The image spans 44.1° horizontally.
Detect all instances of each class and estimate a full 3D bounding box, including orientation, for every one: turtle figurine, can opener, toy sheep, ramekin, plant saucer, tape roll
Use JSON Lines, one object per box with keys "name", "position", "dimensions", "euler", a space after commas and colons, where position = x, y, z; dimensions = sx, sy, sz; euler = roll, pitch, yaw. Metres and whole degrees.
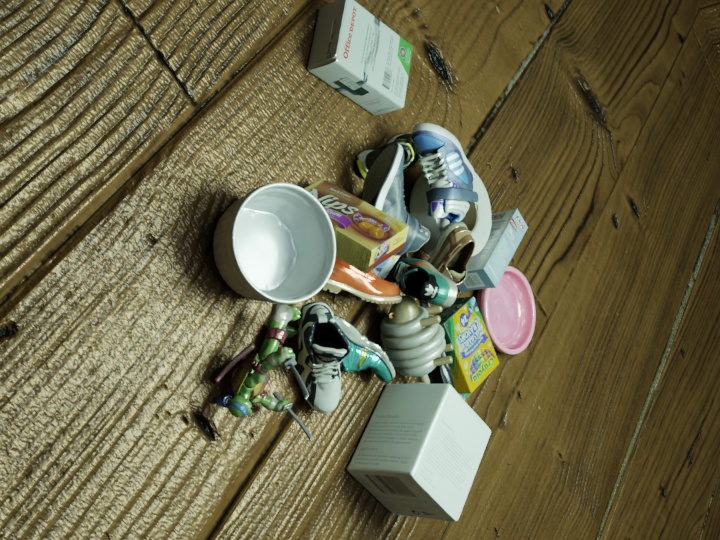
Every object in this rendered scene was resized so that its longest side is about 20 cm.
{"name": "turtle figurine", "position": [-0.124, 0.166, 1.456], "dimensions": [0.144, 0.200, 0.194], "euler": [58, 38, -44]}
{"name": "can opener", "position": [0.151, 0.163, 1.821], "dimensions": [0.063, 0.079, 0.200], "euler": [-14, 85, -39]}
{"name": "toy sheep", "position": [0.106, 0.139, 1.725], "dimensions": [0.138, 0.138, 0.200], "euler": [-35, 115, -44]}
{"name": "ramekin", "position": [-0.150, -0.040, 1.480], "dimensions": [0.200, 0.105, 0.201], "euler": [6, 81, -37]}
{"name": "plant saucer", "position": [0.325, 0.091, 2.022], "dimensions": [0.200, 0.051, 0.201], "euler": [8, 78, -45]}
{"name": "tape roll", "position": [0.195, -0.124, 1.901], "dimensions": [0.202, 0.071, 0.203], "euler": [9, 77, -46]}

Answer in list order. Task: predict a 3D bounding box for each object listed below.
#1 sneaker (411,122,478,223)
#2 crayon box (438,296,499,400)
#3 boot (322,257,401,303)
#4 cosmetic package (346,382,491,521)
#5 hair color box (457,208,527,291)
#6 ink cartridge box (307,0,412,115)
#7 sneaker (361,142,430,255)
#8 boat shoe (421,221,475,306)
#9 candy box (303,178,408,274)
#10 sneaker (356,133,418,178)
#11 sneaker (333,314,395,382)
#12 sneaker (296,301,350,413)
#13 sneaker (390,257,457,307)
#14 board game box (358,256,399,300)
{"name": "sneaker", "position": [0.157, -0.180, 1.759], "dimensions": [0.200, 0.080, 0.147], "euler": [43, 52, -41]}
{"name": "crayon box", "position": [0.228, 0.173, 1.906], "dimensions": [0.126, 0.052, 0.200], "euler": [-37, 111, -43]}
{"name": "boot", "position": [0.000, 0.000, 1.629], "dimensions": [0.200, 0.075, 0.107], "euler": [18, 89, -28]}
{"name": "cosmetic package", "position": [0.113, 0.339, 1.678], "dimensions": [0.165, 0.165, 0.200], "euler": [50, 53, -30]}
{"name": "hair color box", "position": [0.283, -0.046, 1.961], "dimensions": [0.061, 0.099, 0.200], "euler": [54, 50, -26]}
{"name": "ink cartridge box", "position": [0.002, -0.414, 1.728], "dimensions": [0.200, 0.083, 0.147], "euler": [27, 66, -42]}
{"name": "sneaker", "position": [0.075, -0.128, 1.697], "dimensions": [0.146, 0.077, 0.203], "euler": [21, 86, -32]}
{"name": "boat shoe", "position": [0.176, 0.000, 1.801], "dimensions": [0.076, 0.072, 0.200], "euler": [-5, 127, -33]}
{"name": "candy box", "position": [-0.030, -0.082, 1.571], "dimensions": [0.117, 0.200, 0.057], "euler": [-33, 147, -44]}
{"name": "sneaker", "position": [0.082, -0.229, 1.785], "dimensions": [0.200, 0.085, 0.075], "euler": [-32, 108, -44]}
{"name": "sneaker", "position": [-0.017, 0.156, 1.649], "dimensions": [0.200, 0.077, 0.080], "euler": [38, 75, -30]}
{"name": "sneaker", "position": [-0.063, 0.158, 1.522], "dimensions": [0.079, 0.130, 0.200], "euler": [1, 95, -11]}
{"name": "sneaker", "position": [0.102, 0.012, 1.703], "dimensions": [0.080, 0.200, 0.071], "euler": [19, 94, -32]}
{"name": "board game box", "position": [0.021, -0.058, 1.732], "dimensions": [0.135, 0.034, 0.200], "euler": [55, 50, -26]}
